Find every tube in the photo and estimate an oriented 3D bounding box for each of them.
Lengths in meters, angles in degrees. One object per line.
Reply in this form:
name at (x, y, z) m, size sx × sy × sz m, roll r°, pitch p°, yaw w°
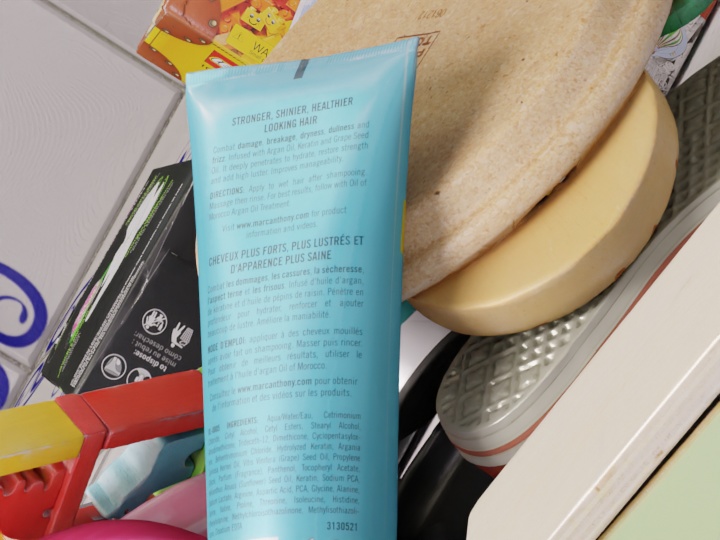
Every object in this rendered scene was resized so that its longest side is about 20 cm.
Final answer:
tube at (-0.017, 0.033, 0.667) m, size 0.050 × 0.077 × 0.202 m, roll 34°, pitch -128°, yaw -66°

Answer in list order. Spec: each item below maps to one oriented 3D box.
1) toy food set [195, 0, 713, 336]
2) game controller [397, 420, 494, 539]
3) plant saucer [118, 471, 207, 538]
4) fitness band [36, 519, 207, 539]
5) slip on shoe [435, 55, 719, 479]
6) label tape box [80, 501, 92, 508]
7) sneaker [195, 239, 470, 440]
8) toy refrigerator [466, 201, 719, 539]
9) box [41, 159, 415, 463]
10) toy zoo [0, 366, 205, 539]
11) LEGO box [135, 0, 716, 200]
toy food set at (0.028, -0.054, 0.757) m, size 0.199 × 0.049 × 0.199 m, roll -17°, pitch 39°, yaw 41°
game controller at (0.076, 0.036, 0.825) m, size 0.201 × 0.042 × 0.104 m, roll -56°, pitch 25°, yaw 14°
plant saucer at (-0.060, 0.156, 0.820) m, size 0.200 × 0.051 × 0.201 m, roll -33°, pitch -32°, yaw -24°
fitness band at (-0.091, 0.174, 0.726) m, size 0.201 × 0.143 × 0.037 m, roll -54°, pitch 11°, yaw -1°
slip on shoe at (0.107, -0.007, 0.711) m, size 0.200 × 0.061 × 0.074 m, roll -48°, pitch 27°, yaw -9°
label tape box at (-0.177, 0.190, 1.095) m, size 0.199 × 0.066 × 0.144 m, roll -11°, pitch -43°, yaw -39°
sneaker at (0.000, 0.000, 0.895) m, size 0.084 × 0.120 × 0.200 m, roll -55°, pitch -11°, yaw 12°
toy refrigerator at (0.109, 0.027, 0.557) m, size 0.200 × 0.076 × 0.070 m, roll -53°, pitch 11°, yaw 25°
box at (-0.056, 0.037, 1.107) m, size 0.125 × 0.148 × 0.200 m, roll -60°, pitch 11°, yaw -4°
toy zoo at (-0.107, 0.096, 0.765) m, size 0.199 × 0.020 × 0.132 m, roll -11°, pitch -46°, yaw -44°
LEGO box at (0.029, -0.109, 0.983) m, size 0.150 × 0.199 × 0.077 m, roll -61°, pitch 10°, yaw -13°
